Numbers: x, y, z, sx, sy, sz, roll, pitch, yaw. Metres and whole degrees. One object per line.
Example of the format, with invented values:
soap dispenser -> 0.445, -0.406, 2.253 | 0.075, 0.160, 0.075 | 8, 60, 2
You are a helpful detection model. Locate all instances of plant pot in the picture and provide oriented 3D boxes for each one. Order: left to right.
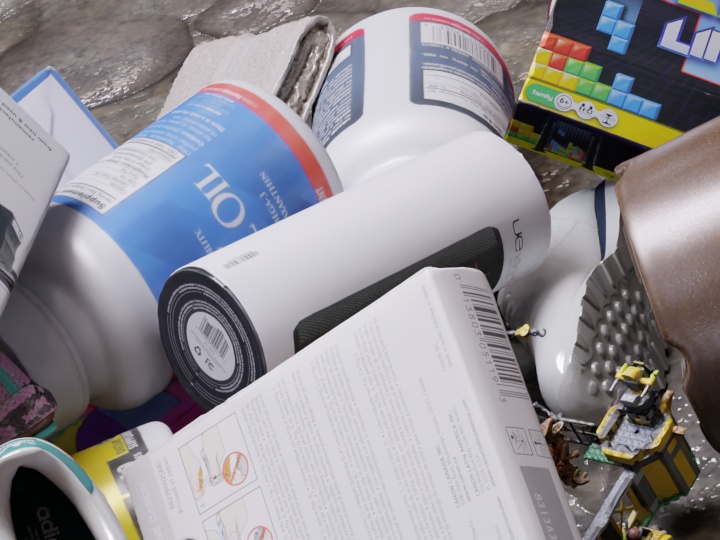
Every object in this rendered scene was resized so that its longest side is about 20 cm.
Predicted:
plant pot -> 0.235, -0.016, 1.399 | 0.197, 0.201, 0.201 | -20, 28, 11

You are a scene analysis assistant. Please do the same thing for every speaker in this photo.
speaker -> 0.000, 0.000, 1.448 | 0.199, 0.082, 0.081 | -26, 27, -37

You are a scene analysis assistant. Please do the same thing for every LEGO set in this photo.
LEGO set -> 0.048, 0.082, 1.374 | 0.199, 0.116, 0.154 | 21, 63, 44

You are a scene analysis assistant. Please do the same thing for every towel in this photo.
towel -> -0.093, -0.054, 1.695 | 0.132, 0.034, 0.201 | -6, 55, 53

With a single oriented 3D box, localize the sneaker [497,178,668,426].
sneaker -> 0.110, 0.025, 1.528 | 0.080, 0.077, 0.200 | -20, 22, 21

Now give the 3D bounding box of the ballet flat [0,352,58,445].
ballet flat -> -0.208, 0.081, 1.429 | 0.069, 0.071, 0.200 | -30, -5, -36

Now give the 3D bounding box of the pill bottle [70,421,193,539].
pill bottle -> -0.162, 0.159, 1.402 | 0.199, 0.112, 0.111 | -24, 29, -8

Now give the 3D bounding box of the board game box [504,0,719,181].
board game box -> 0.196, -0.113, 1.554 | 0.199, 0.057, 0.166 | 20, 69, 2

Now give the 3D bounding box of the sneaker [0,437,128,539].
sneaker -> -0.118, 0.163, 1.267 | 0.070, 0.201, 0.093 | -20, -11, -7

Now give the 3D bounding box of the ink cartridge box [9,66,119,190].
ink cartridge box -> -0.188, -0.005, 1.622 | 0.076, 0.137, 0.200 | -40, 2, -37

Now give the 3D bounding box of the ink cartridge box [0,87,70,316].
ink cartridge box -> -0.228, 0.011, 1.363 | 0.144, 0.084, 0.200 | -38, 20, 29

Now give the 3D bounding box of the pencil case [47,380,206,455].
pencil case -> -0.109, 0.080, 1.533 | 0.088, 0.089, 0.200 | 15, 46, 45

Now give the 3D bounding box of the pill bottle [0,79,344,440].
pill bottle -> -0.110, 0.000, 1.476 | 0.200, 0.113, 0.112 | -38, 34, -29

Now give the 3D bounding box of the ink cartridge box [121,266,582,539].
ink cartridge box -> -0.003, 0.115, 1.302 | 0.200, 0.162, 0.050 | -35, -27, 32

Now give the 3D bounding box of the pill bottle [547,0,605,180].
pill bottle -> 0.168, -0.130, 1.700 | 0.113, 0.115, 0.200 | -16, 29, 5

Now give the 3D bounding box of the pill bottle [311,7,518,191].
pill bottle -> 0.030, -0.052, 1.642 | 0.119, 0.120, 0.200 | -14, 29, 9
